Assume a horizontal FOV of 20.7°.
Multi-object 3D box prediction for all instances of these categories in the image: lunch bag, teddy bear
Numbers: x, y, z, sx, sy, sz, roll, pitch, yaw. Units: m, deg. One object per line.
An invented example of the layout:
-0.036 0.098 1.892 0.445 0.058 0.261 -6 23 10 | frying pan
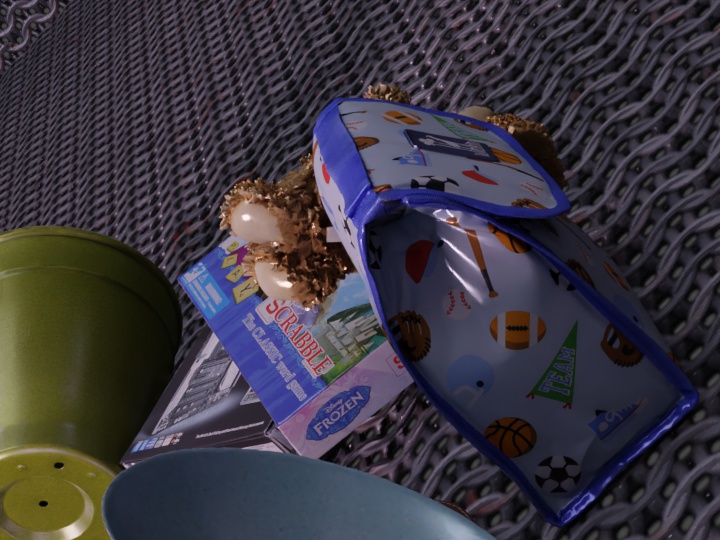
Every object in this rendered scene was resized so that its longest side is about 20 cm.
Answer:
0.061 0.001 1.013 0.124 0.200 0.170 -45 20 8 | lunch bag
0.015 -0.045 1.130 0.199 0.145 0.067 -32 40 13 | teddy bear

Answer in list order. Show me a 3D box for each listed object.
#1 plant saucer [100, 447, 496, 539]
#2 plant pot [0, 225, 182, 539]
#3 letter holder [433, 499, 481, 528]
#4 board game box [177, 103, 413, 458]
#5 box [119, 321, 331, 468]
-0.020 0.137 0.860 0.201 0.199 0.039 -118 42 -68 | plant saucer
-0.231 0.107 1.460 0.200 0.200 0.194 -37 35 26 | plant pot
0.009 0.191 0.955 0.200 0.141 0.102 -126 47 -65 | letter holder
0.000 0.000 1.245 0.199 0.041 0.200 -38 36 -3 | board game box
-0.063 0.074 1.343 0.199 0.050 0.158 -17 37 54 | box
